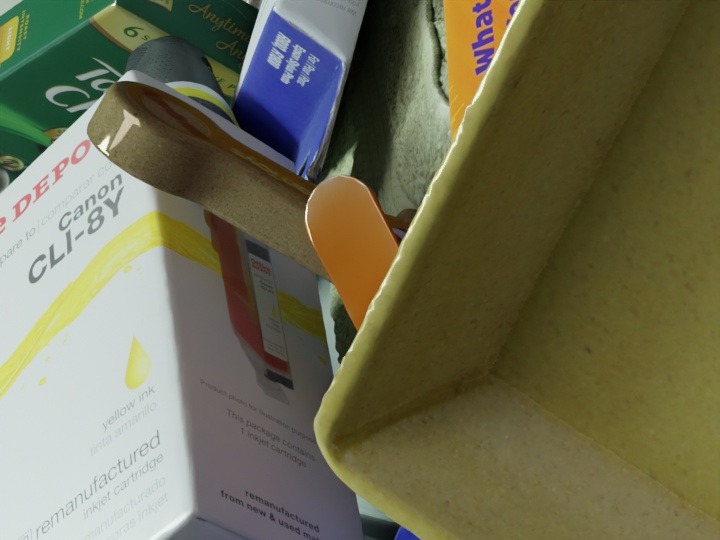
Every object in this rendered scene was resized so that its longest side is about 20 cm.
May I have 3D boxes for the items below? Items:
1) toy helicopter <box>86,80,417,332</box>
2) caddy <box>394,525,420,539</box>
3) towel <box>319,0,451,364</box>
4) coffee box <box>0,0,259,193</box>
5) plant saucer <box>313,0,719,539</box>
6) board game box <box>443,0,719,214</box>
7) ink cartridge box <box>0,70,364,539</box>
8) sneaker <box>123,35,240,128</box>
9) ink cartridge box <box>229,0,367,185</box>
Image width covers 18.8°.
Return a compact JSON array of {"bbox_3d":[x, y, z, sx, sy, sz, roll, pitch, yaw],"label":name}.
[{"bbox_3d":[0.000,0.000,0.693,0.079,0.199,0.132,-60,1,19],"label":"toy helicopter"},{"bbox_3d":[0.083,0.147,0.651,0.200,0.104,0.142,41,122,47],"label":"caddy"},{"bbox_3d":[0.017,-0.055,0.855,0.201,0.036,0.149,-99,24,-55],"label":"towel"},{"bbox_3d":[-0.128,-0.082,1.052,0.199,0.123,0.044,-23,50,41],"label":"coffee box"},{"bbox_3d":[0.111,0.015,0.471,0.048,0.199,0.201,-45,-15,-53],"label":"plant saucer"},{"bbox_3d":[0.160,-0.072,0.601,0.199,0.199,0.201,-32,46,37],"label":"board game box"},{"bbox_3d":[-0.085,0.054,0.741,0.145,0.083,0.201,-39,41,26],"label":"ink cartridge box"},{"bbox_3d":[-0.089,-0.015,0.973,0.085,0.074,0.201,-97,22,-49],"label":"sneaker"},{"bbox_3d":[-0.018,-0.114,0.893,0.200,0.040,0.201,128,159,-76],"label":"ink cartridge box"}]
